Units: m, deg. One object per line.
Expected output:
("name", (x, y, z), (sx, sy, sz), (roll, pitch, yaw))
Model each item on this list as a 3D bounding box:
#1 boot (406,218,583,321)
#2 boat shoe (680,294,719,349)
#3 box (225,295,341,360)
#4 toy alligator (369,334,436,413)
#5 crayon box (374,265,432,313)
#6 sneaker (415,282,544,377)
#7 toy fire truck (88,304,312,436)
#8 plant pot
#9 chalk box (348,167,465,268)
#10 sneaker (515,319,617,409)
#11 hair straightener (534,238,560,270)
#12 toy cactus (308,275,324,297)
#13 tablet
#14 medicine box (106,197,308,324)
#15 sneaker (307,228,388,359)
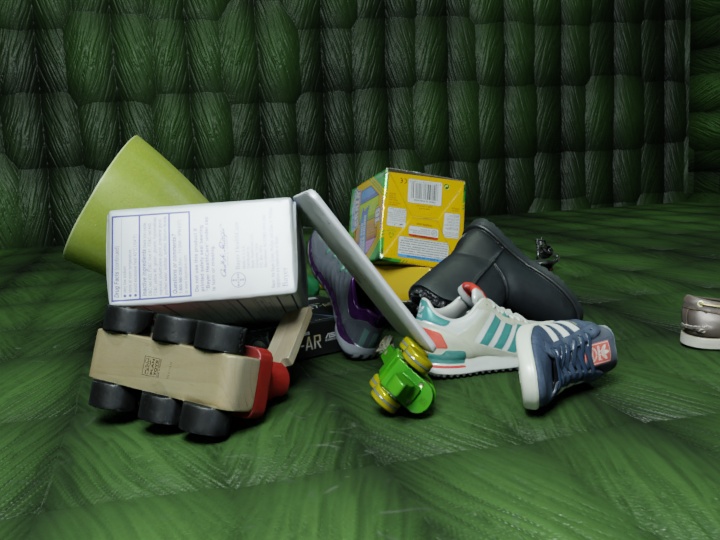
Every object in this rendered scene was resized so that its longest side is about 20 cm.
("boot", (0.169, 0.049, 0.957), (0.168, 0.200, 0.077), (-46, -2, -35))
("boat shoe", (0.479, 0.056, 0.892), (0.196, 0.061, 0.072), (-1, 7, 9))
("box", (-0.097, 0.077, 0.996), (0.197, 0.045, 0.159), (-8, 10, -33))
("toy alligator", (0.046, 0.104, 0.753), (0.054, 0.060, 0.200), (40, 4, -4))
("crayon box", (0.067, 0.029, 1.067), (0.124, 0.053, 0.199), (2, -7, 28))
("sneaker", (0.150, 0.060, 0.855), (0.196, 0.096, 0.070), (-6, 9, -18))
("toy fire truck", (-0.143, 0.085, 0.767), (0.173, 0.132, 0.199), (6, -7, 27))
("plant pot", (-0.262, -0.046, 1.026), (0.198, 0.189, 0.187), (31, 2, -12))
("chalk box", (0.054, -0.058, 1.092), (0.122, 0.127, 0.200), (6, -7, -17))
("sneaker", (0.205, 0.083, 0.740), (0.083, 0.077, 0.199), (-4, 7, 23))
("hair straightener", (0.353, -0.025, 1.438), (0.040, 0.079, 0.199), (-1, 8, 26))
("toy cactus", (-0.118, -0.004, 1.148), (0.101, 0.202, 0.165), (-34, -1, -6))
("tablet", (0.000, 0.000, 0.786), (0.014, 0.201, 0.130), (-39, 10, -7))
("medicine box", (-0.162, -0.002, 0.857), (0.195, 0.105, 0.182), (-3, -11, -1))
("sneaker", (-0.007, 0.005, 0.942), (0.073, 0.088, 0.202), (-2, 52, -29))
